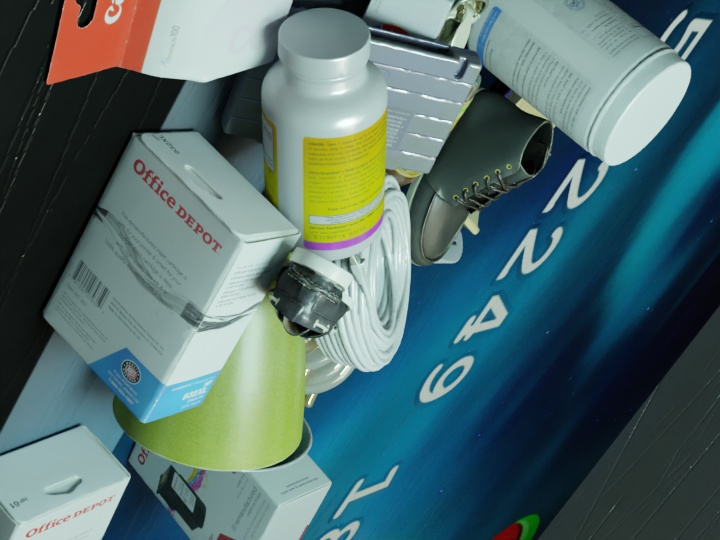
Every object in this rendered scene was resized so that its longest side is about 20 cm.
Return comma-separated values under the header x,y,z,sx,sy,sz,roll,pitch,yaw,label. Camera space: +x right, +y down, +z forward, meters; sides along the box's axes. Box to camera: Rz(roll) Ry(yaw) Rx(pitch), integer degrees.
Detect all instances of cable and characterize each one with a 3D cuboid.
x,y,z,sx,sy,sz,roll,pitch,yaw,label
0.000,0.000,1.442,0.200,0.069,0.201,-63,151,-58,cable

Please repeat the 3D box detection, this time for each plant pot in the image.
x,y,z,sx,sy,sz,roll,pitch,yaw,label
-0.126,0.054,1.382,0.187,0.187,0.201,-16,127,-50,plant pot

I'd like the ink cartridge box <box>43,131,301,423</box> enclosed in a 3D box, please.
x,y,z,sx,sy,sz,roll,pitch,yaw,label
-0.163,0.003,1.239,0.084,0.145,0.200,-11,139,-55,ink cartridge box

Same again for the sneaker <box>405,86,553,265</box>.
x,y,z,sx,sy,sz,roll,pitch,yaw,label
0.118,-0.085,1.519,0.075,0.106,0.201,13,103,-51,sneaker

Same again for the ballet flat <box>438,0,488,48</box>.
x,y,z,sx,sy,sz,roll,pitch,yaw,label
0.049,-0.195,1.390,0.200,0.064,0.067,-53,156,17,ballet flat

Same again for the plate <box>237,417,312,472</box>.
x,y,z,sx,sy,sz,roll,pitch,yaw,label
-0.146,0.153,1.449,0.200,0.200,0.026,-13,126,-53,plate

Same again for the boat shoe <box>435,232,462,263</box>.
x,y,z,sx,sy,sz,roll,pitch,yaw,label
0.041,-0.036,1.640,0.062,0.072,0.200,-8,165,34,boat shoe

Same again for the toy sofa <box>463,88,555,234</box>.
x,y,z,sx,sy,sz,roll,pitch,yaw,label
0.148,-0.149,1.641,0.200,0.098,0.083,-46,133,0,toy sofa

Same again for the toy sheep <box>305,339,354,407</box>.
x,y,z,sx,sy,sz,roll,pitch,yaw,label
-0.058,0.073,1.569,0.138,0.138,0.200,-45,172,-4,toy sheep

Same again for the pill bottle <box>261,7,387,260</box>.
x,y,z,sx,sy,sz,roll,pitch,yaw,label
-0.029,-0.112,1.208,0.104,0.104,0.201,-32,143,-30,pill bottle

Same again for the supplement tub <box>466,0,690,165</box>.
x,y,z,sx,sy,sz,roll,pitch,yaw,label
0.217,-0.215,1.473,0.132,0.200,0.132,-38,156,-20,supplement tub

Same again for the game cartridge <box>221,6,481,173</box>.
x,y,z,sx,sy,sz,roll,pitch,yaw,label
-0.010,-0.154,1.267,0.199,0.039,0.130,10,133,-22,game cartridge

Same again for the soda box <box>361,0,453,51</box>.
x,y,z,sx,sy,sz,roll,pitch,yaw,label
0.021,-0.187,1.323,0.064,0.068,0.200,-69,-176,-53,soda box

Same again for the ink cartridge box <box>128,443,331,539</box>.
x,y,z,sx,sy,sz,roll,pitch,yaw,label
-0.144,0.214,1.555,0.083,0.200,0.146,-16,143,-46,ink cartridge box

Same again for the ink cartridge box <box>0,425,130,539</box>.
x,y,z,sx,sy,sz,roll,pitch,yaw,label
-0.333,0.265,1.455,0.144,0.085,0.200,-19,146,-49,ink cartridge box

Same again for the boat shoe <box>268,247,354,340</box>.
x,y,z,sx,sy,sz,roll,pitch,yaw,label
-0.045,0.029,1.252,0.061,0.074,0.200,-61,-178,-8,boat shoe

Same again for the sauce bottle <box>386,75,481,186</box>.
x,y,z,sx,sy,sz,roll,pitch,yaw,label
0.050,-0.134,1.490,0.065,0.065,0.200,-20,151,-47,sauce bottle

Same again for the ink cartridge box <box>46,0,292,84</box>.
x,y,z,sx,sy,sz,roll,pitch,yaw,label
-0.126,-0.209,1.082,0.200,0.057,0.163,-30,153,-44,ink cartridge box
